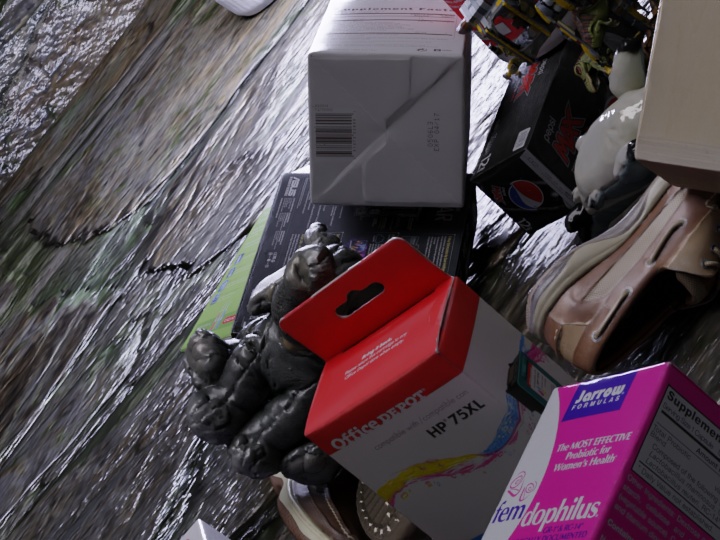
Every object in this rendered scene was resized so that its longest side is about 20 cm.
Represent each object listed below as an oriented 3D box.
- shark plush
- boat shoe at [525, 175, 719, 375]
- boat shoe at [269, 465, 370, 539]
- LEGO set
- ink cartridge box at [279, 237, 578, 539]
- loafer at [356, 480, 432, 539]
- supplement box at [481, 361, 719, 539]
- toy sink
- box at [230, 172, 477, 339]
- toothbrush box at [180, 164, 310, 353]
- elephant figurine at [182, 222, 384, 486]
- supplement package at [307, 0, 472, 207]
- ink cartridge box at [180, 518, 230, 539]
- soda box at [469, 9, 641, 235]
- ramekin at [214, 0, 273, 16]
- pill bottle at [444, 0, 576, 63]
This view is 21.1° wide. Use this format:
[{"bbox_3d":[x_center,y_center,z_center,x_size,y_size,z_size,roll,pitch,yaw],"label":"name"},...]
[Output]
[{"bbox_3d":[0.184,-0.057,1.256,0.201,0.083,0.091,113,160,-45],"label":"shark plush"},{"bbox_3d":[0.196,-0.009,1.185,0.200,0.076,0.072,-42,54,0],"label":"boat shoe"},{"bbox_3d":[-0.014,0.153,1.331,0.075,0.075,0.202,-44,20,1],"label":"boat shoe"},{"bbox_3d":[0.158,-0.156,1.340,0.116,0.199,0.154,-53,32,17],"label":"LEGO set"},{"bbox_3d":[0.052,0.084,1.119,0.116,0.200,0.067,-36,24,36],"label":"ink cartridge box"},{"bbox_3d":[0.044,0.118,1.262,0.076,0.068,0.200,-55,14,26],"label":"loafer"},{"bbox_3d":[0.123,0.160,0.981,0.101,0.103,0.201,-21,34,55],"label":"supplement box"},{"bbox_3d":[0.228,-0.146,1.092,0.130,0.111,0.201,10,-90,-71],"label":"toy sink"},{"bbox_3d":[0.000,0.000,1.472,0.159,0.044,0.201,1,39,11],"label":"box"},{"bbox_3d":[-0.044,0.003,1.634,0.145,0.086,0.201,-19,38,54],"label":"toothbrush box"},{"bbox_3d":[-0.021,0.037,1.260,0.200,0.141,0.156,-58,25,33],"label":"elephant figurine"},{"bbox_3d":[0.027,-0.138,1.514,0.200,0.119,0.122,-77,-13,-69],"label":"supplement package"},{"bbox_3d":[-0.135,0.290,1.330,0.200,0.084,0.146,-50,20,4],"label":"ink cartridge box"},{"bbox_3d":[0.152,-0.126,1.459,0.063,0.071,0.201,-29,29,45],"label":"soda box"},{"bbox_3d":[-0.135,-0.429,2.572,0.202,0.094,0.203,-43,21,20],"label":"ramekin"},{"bbox_3d":[0.085,-0.259,1.442,0.112,0.200,0.112,-39,23,20],"label":"pill bottle"}]
